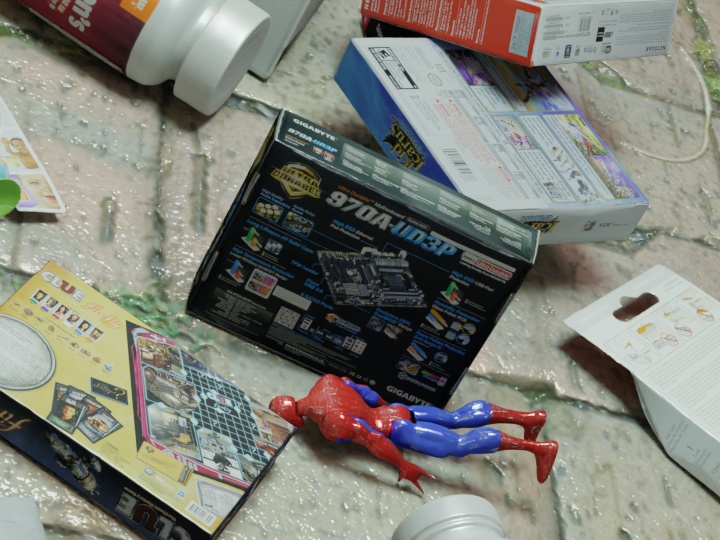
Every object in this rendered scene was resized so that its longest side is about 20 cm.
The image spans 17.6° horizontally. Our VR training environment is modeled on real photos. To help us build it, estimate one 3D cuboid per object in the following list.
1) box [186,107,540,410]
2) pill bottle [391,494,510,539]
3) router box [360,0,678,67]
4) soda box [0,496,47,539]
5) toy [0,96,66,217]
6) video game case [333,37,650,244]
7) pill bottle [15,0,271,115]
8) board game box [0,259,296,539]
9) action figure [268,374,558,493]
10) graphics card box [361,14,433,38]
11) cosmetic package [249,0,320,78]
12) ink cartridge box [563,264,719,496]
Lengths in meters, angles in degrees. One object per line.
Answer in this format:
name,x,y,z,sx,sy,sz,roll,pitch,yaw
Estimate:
box,0.000,0.000,1.596,0.199,0.159,0.046,24,34,-8
pill bottle,0.081,0.236,1.413,0.104,0.105,0.201,8,41,-29
router box,0.131,-0.216,1.897,0.179,0.049,0.199,22,21,36
soda box,-0.270,0.166,1.274,0.199,0.064,0.069,4,44,-32
toy,-0.287,-0.120,1.628,0.115,0.047,0.201,0,46,-39
video game case,0.101,-0.101,1.808,0.180,0.046,0.200,-5,48,-37
pill bottle,-0.174,-0.211,1.770,0.199,0.110,0.110,34,35,5
board game box,-0.154,0.088,1.482,0.199,0.035,0.136,34,35,5
action figure,0.032,0.109,1.583,0.199,0.052,0.066,12,33,-17
graphics card box,0.078,-0.153,1.937,0.125,0.051,0.201,14,40,-24
cosmetic package,-0.102,-0.297,1.880,0.199,0.165,0.165,30,36,-1
ink cartridge box,0.263,0.089,1.792,0.200,0.050,0.162,36,35,22
